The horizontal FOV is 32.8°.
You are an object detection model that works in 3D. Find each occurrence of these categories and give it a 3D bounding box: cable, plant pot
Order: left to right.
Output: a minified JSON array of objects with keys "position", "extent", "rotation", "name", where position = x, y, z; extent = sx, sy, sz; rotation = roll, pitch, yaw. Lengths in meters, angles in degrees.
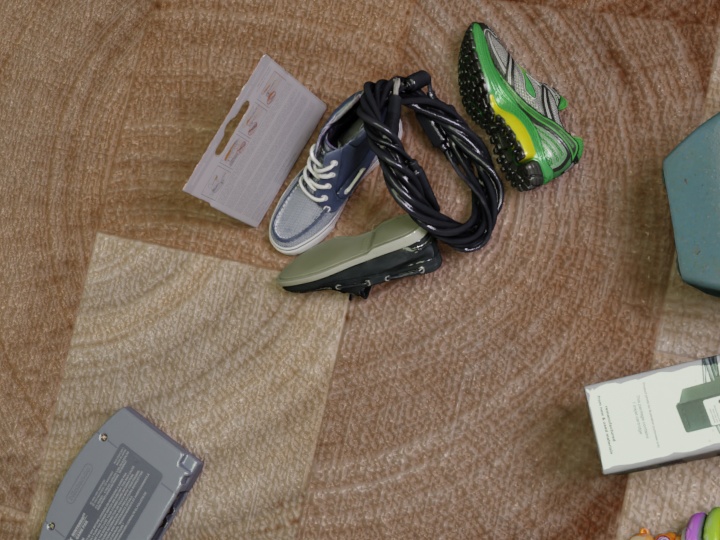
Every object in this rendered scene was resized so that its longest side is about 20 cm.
[{"position":[0.075,-0.112,1.244],"extent":[0.051,0.162,0.202],"rotation":[-30,81,34],"name":"cable"},{"position":[0.389,-0.057,1.116],"extent":[0.198,0.196,0.199],"rotation":[-13,78,25],"name":"plant pot"}]

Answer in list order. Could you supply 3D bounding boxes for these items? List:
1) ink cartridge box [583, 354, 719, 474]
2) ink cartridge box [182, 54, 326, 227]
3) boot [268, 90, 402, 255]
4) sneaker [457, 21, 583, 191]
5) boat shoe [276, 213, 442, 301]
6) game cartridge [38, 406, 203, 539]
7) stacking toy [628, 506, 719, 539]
[{"position":[0.319,0.129,1.129],"extent":[0.198,0.146,0.084],"rotation":[-15,76,15],"name":"ink cartridge box"},{"position":[-0.120,-0.140,1.289],"extent":[0.050,0.200,0.162],"rotation":[32,92,20],"name":"ink cartridge box"},{"position":[-0.041,-0.107,1.314],"extent":[0.073,0.090,0.201],"rotation":[41,95,21],"name":"boot"},{"position":[0.162,-0.176,1.277],"extent":[0.084,0.078,0.202],"rotation":[-18,68,-17],"name":"sneaker"},{"position":[0.001,-0.002,1.297],"extent":[0.198,0.075,0.066],"rotation":[-21,116,27],"name":"boat shoe"},{"position":[-0.276,0.263,1.370],"extent":[0.133,0.040,0.201],"rotation":[33,93,17],"name":"game cartridge"},{"position":[0.340,0.259,1.137],"extent":[0.198,0.109,0.118],"rotation":[-7,76,30],"name":"stacking toy"}]
